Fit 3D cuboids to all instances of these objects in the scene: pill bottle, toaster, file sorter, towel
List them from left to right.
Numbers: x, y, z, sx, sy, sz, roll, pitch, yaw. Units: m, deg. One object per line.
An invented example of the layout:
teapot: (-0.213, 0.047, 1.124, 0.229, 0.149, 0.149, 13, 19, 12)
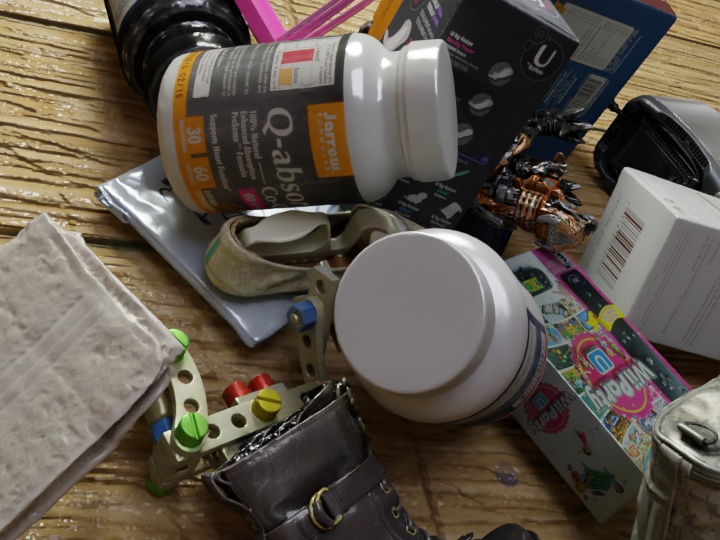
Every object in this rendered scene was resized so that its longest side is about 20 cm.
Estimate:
towel: (-0.207, 0.073, 0.528, 0.132, 0.035, 0.200, 43, 75, 15)
pill bottle: (-0.155, -0.206, 0.795, 0.110, 0.113, 0.202, 2, 43, -28)
file sorter: (-0.056, -0.279, 0.827, 0.140, 0.124, 0.200, 58, 7, -9)
pill bottle: (-0.034, -0.105, 0.668, 0.196, 0.118, 0.117, -3, 42, 14)
pill bottle: (0.054, 0.039, 0.610, 0.120, 0.119, 0.200, 49, 6, 19)
toaster: (0.343, -0.108, 1.003, 0.128, 0.114, 0.201, -7, 52, -38)

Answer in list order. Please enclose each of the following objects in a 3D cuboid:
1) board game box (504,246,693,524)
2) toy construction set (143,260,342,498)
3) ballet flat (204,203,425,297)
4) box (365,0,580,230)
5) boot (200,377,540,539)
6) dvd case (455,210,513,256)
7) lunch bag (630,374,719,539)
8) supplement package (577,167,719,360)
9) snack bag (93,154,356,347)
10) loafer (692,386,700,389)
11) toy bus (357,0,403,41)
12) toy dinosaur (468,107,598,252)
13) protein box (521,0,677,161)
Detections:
board game box: (0.174, 0.080, 0.754, 0.146, 0.065, 0.201, -17, 62, -49)
toy construction set: (-0.076, 0.077, 0.619, 0.198, 0.093, 0.132, -24, 65, -29)
ballet flat: (-0.018, -0.018, 0.700, 0.197, 0.063, 0.068, -9, 57, -29)
box: (0.068, -0.148, 0.768, 0.105, 0.201, 0.123, 21, 31, -22)
boot: (0.018, 0.147, 0.572, 0.198, 0.069, 0.176, -23, 88, -39)
dvd case: (0.061, -0.090, 0.894, 0.198, 0.018, 0.143, 33, 43, 1)
lunch bag: (0.250, 0.179, 0.621, 0.165, 0.203, 0.139, -6, 25, -23)
supplement package: (0.320, 0.003, 0.860, 0.197, 0.118, 0.118, 15, 22, -17)
snack bag: (-0.079, -0.042, 0.750, 0.188, 0.022, 0.199, 42, 49, 13)
loafer: (0.332, 0.176, 0.771, 0.075, 0.068, 0.201, 3, 34, -31)
toy bus: (0.051, -0.219, 0.838, 0.077, 0.201, 0.066, 17, 37, -20)
toy dinosaur: (0.137, -0.089, 0.848, 0.134, 0.103, 0.201, -26, 65, -29)
protein box: (0.160, -0.239, 0.940, 0.197, 0.199, 0.136, 9, 44, -29)
